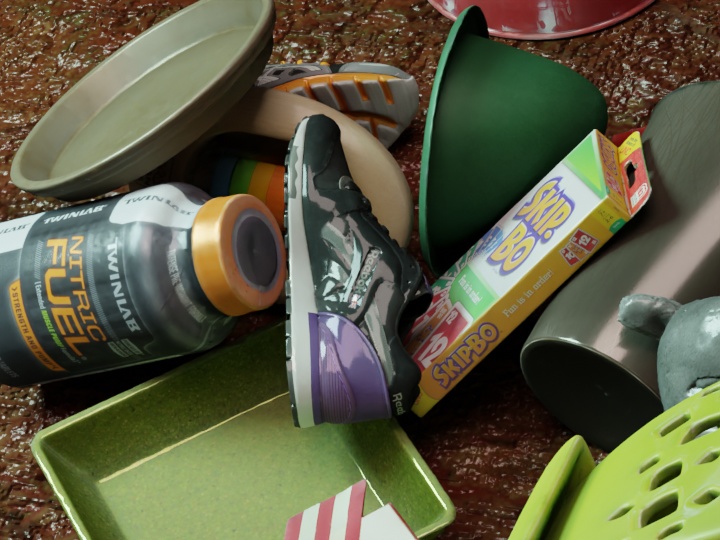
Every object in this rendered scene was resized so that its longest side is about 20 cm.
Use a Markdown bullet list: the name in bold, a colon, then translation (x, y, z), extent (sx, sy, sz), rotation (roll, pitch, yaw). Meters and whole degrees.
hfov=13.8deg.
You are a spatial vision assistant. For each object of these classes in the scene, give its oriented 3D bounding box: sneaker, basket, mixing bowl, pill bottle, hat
- **sneaker**: translation (0.000, 0.000, 1.789), extent (0.087, 0.076, 0.200), rotation (-3, 67, 3)
- **sneaker**: translation (-0.060, -0.110, 1.975), extent (0.199, 0.078, 0.077), rotation (-10, 42, 4)
- **basket**: translation (0.194, 0.005, 1.776), extent (0.180, 0.136, 0.200), rotation (-6, 42, 55)
- **mixing bowl**: translation (0.126, -0.267, 2.058), extent (0.200, 0.109, 0.200), rotation (-6, 46, 6)
- **pill bottle**: translation (-0.144, 0.005, 1.822), extent (0.200, 0.106, 0.106), rotation (-13, 42, 32)
- **hat**: translation (0.144, -0.079, 1.847), extent (0.176, 0.166, 0.200), rotation (8, 56, 14)

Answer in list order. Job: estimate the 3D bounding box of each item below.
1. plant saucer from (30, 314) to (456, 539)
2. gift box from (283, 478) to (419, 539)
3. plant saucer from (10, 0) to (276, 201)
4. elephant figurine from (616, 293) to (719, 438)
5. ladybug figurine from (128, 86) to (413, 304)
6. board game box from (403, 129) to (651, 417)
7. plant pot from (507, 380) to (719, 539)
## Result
- **plant saucer**: translation (-0.069, 0.136, 1.768), extent (0.199, 0.048, 0.200), rotation (-25, 48, -11)
- **gift box**: translation (0.004, 0.239, 1.565), extent (0.200, 0.187, 0.185), rotation (-32, 50, -16)
- **plant saucer**: translation (-0.132, -0.107, 1.864), extent (0.200, 0.029, 0.200), rotation (-30, 21, 13)
- **elephant figurine**: translation (0.218, 0.117, 1.617), extent (0.141, 0.155, 0.201), rotation (15, 79, -18)
- **ladybug figurine**: translation (-0.055, -0.051, 1.896), extent (0.200, 0.136, 0.072), rotation (17, 17, 17)
- **board game box**: translation (0.095, -0.004, 1.785), extent (0.200, 0.030, 0.096), rotation (-42, 20, 18)
- **plant pot**: translation (0.172, 0.175, 1.455), extent (0.181, 0.199, 0.200), rotation (-16, 18, 23)
